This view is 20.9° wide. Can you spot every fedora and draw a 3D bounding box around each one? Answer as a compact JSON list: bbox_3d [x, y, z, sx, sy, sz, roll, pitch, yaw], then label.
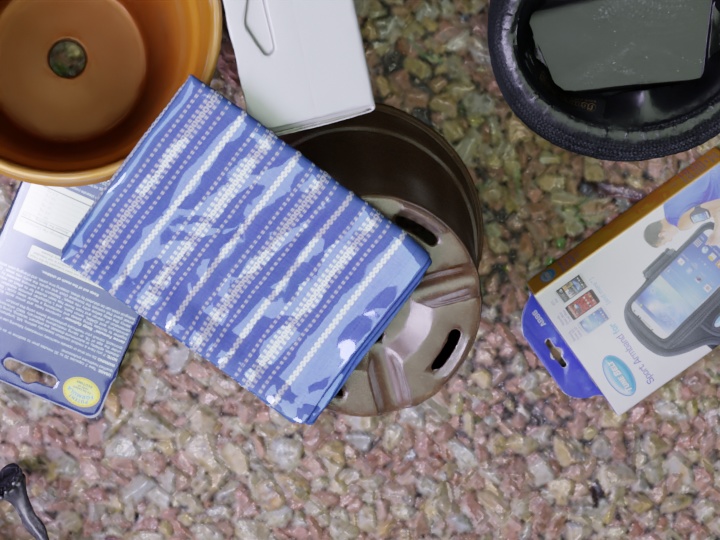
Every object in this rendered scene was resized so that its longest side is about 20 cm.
[{"bbox_3d":[0.188,-0.174,1.371,0.198,0.092,0.203,1,105,2],"label":"fedora"}]

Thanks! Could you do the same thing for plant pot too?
[{"bbox_3d":[0.000,0.000,1.350,0.198,0.198,0.202,-1,106,-4],"label":"plant pot"},{"bbox_3d":[-0.197,-0.150,1.289,0.198,0.183,0.202,0,87,-8],"label":"plant pot"}]

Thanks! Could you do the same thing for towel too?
[{"bbox_3d":[-0.069,-0.007,1.220,0.199,0.024,0.145,36,99,-18],"label":"towel"}]

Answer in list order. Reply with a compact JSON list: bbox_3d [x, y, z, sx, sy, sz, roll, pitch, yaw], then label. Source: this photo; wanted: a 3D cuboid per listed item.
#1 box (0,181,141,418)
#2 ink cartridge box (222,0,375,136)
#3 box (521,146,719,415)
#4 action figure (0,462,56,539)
[{"bbox_3d":[-0.207,-0.005,1.418,0.120,0.032,0.201,23,99,-10],"label":"box"},{"bbox_3d":[-0.048,-0.182,1.297,0.082,0.200,0.147,-12,106,-1],"label":"ink cartridge box"},{"bbox_3d":[0.219,0.015,1.452,0.199,0.042,0.119,-37,105,3],"label":"box"},{"bbox_3d":[-0.230,0.249,1.449,0.118,0.102,0.201,-30,105,19],"label":"action figure"}]
